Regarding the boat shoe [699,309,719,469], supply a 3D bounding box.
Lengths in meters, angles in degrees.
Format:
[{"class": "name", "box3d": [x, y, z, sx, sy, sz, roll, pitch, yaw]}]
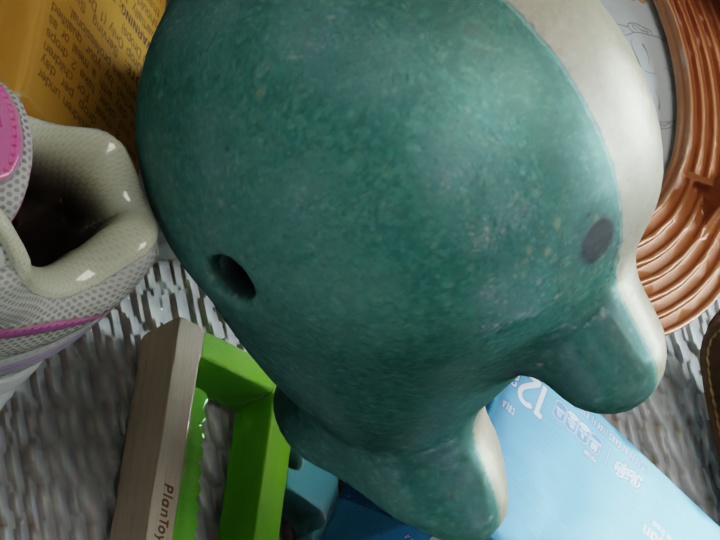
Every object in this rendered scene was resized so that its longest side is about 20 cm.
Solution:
[{"class": "boat shoe", "box3d": [0.166, 0.102, 0.984, 0.067, 0.072, 0.201, -19, 87, -49]}]

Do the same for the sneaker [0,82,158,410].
[{"class": "sneaker", "box3d": [-0.122, -0.021, 0.635, 0.200, 0.088, 0.082, 11, 54, -54]}]

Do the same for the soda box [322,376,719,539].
[{"class": "soda box", "box3d": [0.083, 0.114, 0.873, 0.200, 0.064, 0.068, 42, 47, -21]}]

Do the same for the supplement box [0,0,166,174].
[{"class": "supplement box", "box3d": [-0.090, -0.103, 0.774, 0.069, 0.066, 0.201, 55, 33, -52]}]

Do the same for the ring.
[{"class": "ring", "box3d": [0.055, -0.075, 0.845, 0.200, 0.019, 0.201, 22, 57, -37]}]

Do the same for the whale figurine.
[{"class": "whale figurine", "box3d": [0.000, 0.000, 0.719, 0.159, 0.200, 0.104, 32, 52, 23]}]

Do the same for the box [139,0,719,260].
[{"class": "box", "box3d": [0.020, -0.085, 0.909, 0.200, 0.106, 0.153, 5, 68, -43]}]

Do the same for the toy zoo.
[{"class": "toy zoo", "box3d": [0.008, 0.112, 0.865, 0.200, 0.020, 0.132, 28, 53, -32]}]
